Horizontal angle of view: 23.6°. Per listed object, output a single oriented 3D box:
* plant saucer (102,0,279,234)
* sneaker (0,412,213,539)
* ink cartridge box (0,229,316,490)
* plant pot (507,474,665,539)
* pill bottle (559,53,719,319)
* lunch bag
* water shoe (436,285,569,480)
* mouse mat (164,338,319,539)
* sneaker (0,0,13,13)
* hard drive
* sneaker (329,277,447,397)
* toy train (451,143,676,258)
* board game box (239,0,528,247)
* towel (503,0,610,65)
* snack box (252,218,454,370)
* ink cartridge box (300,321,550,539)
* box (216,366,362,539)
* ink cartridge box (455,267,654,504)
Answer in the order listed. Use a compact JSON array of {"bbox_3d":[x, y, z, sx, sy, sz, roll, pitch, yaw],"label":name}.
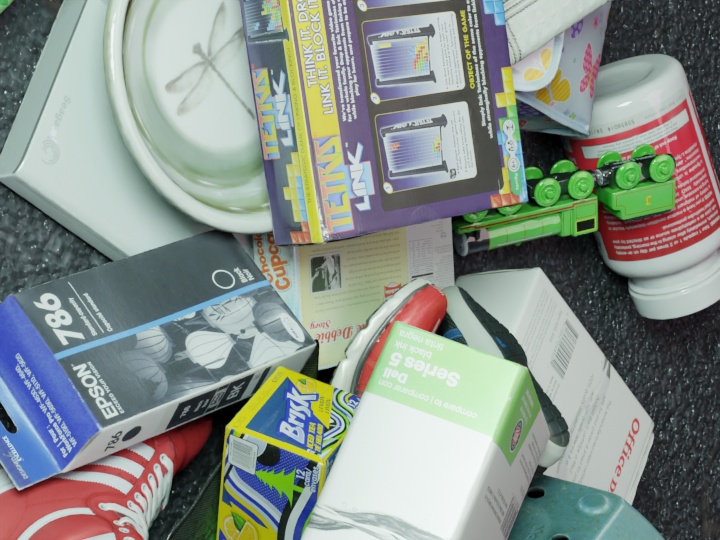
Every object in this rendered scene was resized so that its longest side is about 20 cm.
[{"bbox_3d":[-0.082,-0.121,1.041,0.200,0.050,0.201,2,87,-42],"label":"plant saucer"},{"bbox_3d":[-0.129,0.136,0.952,0.200,0.112,0.071,-28,137,-44],"label":"sneaker"},{"bbox_3d":[-0.129,0.044,0.969,0.200,0.039,0.100,-22,65,-40],"label":"ink cartridge box"},{"bbox_3d":[0.107,0.243,1.133,0.196,0.195,0.200,-43,135,-43],"label":"plant pot"},{"bbox_3d":[0.239,-0.067,1.419,0.112,0.112,0.200,-41,117,-44],"label":"pill bottle"},{"bbox_3d":[0.101,-0.198,1.233,0.200,0.127,0.170,22,78,-55],"label":"lunch bag"},{"bbox_3d":[0.071,0.078,1.144,0.079,0.200,0.071,-44,115,10],"label":"water shoe"},{"bbox_3d":[-0.071,0.154,1.040,0.200,0.008,0.161,-55,156,-46],"label":"mouse mat"},{"bbox_3d":[-0.210,-0.177,0.943,0.200,0.074,0.084,-15,123,-52],"label":"sneaker"},{"bbox_3d":[-0.124,-0.063,1.056,0.200,0.026,0.132,39,58,-41],"label":"hard drive"},{"bbox_3d":[0.020,0.104,1.106,0.200,0.085,0.077,-67,160,-8],"label":"sneaker"},{"bbox_3d":[0.153,-0.052,1.312,0.200,0.042,0.057,-13,115,-19],"label":"toy train"},{"bbox_3d":[0.014,-0.125,1.048,0.165,0.057,0.201,-11,96,-34],"label":"board game box"},{"bbox_3d":[0.062,-0.221,1.124,0.200,0.035,0.193,-32,107,-18],"label":"towel"},{"bbox_3d":[0.000,0.000,1.166,0.200,0.037,0.117,-9,98,-57],"label":"snack box"},{"bbox_3d":[0.028,0.151,0.969,0.200,0.084,0.146,-66,162,-15],"label":"ink cartridge box"},{"bbox_3d":[-0.044,0.160,1.010,0.070,0.064,0.200,-48,152,-51],"label":"box"},{"bbox_3d":[0.129,0.116,1.294,0.200,0.085,0.146,49,52,-33],"label":"ink cartridge box"}]
